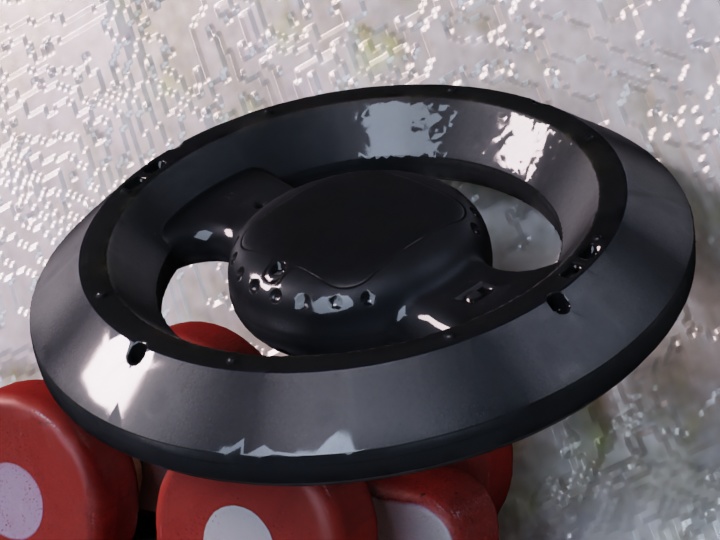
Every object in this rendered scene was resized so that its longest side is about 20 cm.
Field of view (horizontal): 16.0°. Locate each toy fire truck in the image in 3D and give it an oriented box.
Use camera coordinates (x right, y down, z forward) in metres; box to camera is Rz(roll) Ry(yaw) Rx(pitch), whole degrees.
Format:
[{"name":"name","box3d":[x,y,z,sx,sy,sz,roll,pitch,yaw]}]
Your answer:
[{"name":"toy fire truck","box3d":[-0.043,0.112,0.806,0.199,0.112,0.169,7,104,29]}]

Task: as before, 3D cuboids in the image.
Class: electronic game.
[{"name":"electronic game","box3d":[0.000,0.000,0.762,0.199,0.200,0.042,10,127,30]}]
